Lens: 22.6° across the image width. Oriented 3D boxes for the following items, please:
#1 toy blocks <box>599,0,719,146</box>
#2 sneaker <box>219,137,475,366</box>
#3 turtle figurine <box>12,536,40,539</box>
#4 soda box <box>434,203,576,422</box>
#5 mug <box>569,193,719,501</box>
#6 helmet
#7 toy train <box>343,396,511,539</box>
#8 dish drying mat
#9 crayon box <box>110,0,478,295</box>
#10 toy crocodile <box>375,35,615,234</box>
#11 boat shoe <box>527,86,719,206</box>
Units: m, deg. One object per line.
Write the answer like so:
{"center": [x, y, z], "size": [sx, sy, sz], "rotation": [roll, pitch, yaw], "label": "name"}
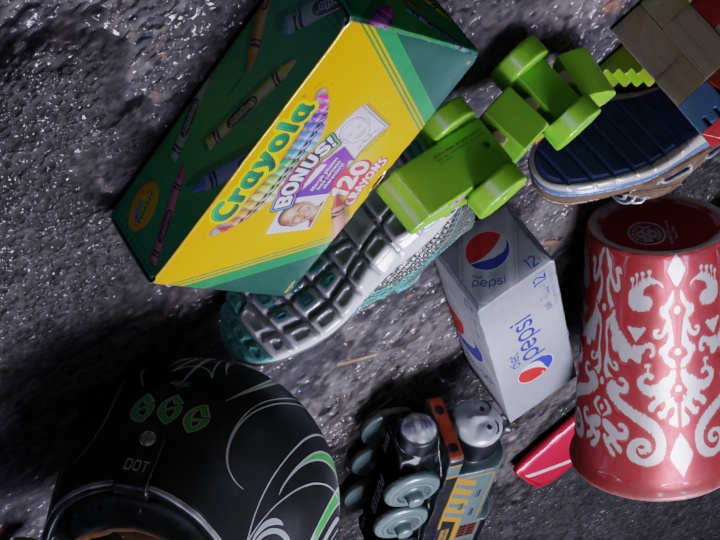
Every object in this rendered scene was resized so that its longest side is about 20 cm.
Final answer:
{"center": [0.264, -0.152, 1.159], "size": [0.200, 0.137, 0.100], "rotation": [-41, 150, 11], "label": "toy blocks"}
{"center": [0.000, 0.000, 1.171], "size": [0.199, 0.078, 0.091], "rotation": [-36, 155, 4], "label": "sneaker"}
{"center": [-0.250, 0.266, 1.237], "size": [0.198, 0.064, 0.163], "rotation": [9, 100, -24], "label": "turtle figurine"}
{"center": [0.109, 0.035, 1.341], "size": [0.068, 0.064, 0.200], "rotation": [-34, 151, -6], "label": "soda box"}
{"center": [0.212, 0.047, 1.383], "size": [0.132, 0.177, 0.202], "rotation": [-19, 120, -27], "label": "mug"}
{"center": [-0.103, 0.155, 1.165], "size": [0.201, 0.199, 0.191], "rotation": [-56, 178, 32], "label": "helmet"}
{"center": [0.054, 0.168, 1.440], "size": [0.113, 0.086, 0.201], "rotation": [-11, 147, -18], "label": "toy train"}
{"center": [0.227, 0.128, 1.644], "size": [0.200, 0.018, 0.077], "rotation": [-40, 150, 7], "label": "dish drying mat"}
{"center": [-0.039, -0.077, 1.030], "size": [0.118, 0.058, 0.200], "rotation": [6, 131, -50], "label": "crayon box"}
{"center": [0.087, -0.083, 1.117], "size": [0.200, 0.068, 0.062], "rotation": [-39, 173, -32], "label": "toy crocodile"}
{"center": [0.198, -0.082, 1.258], "size": [0.198, 0.073, 0.073], "rotation": [-21, 149, -24], "label": "boat shoe"}
